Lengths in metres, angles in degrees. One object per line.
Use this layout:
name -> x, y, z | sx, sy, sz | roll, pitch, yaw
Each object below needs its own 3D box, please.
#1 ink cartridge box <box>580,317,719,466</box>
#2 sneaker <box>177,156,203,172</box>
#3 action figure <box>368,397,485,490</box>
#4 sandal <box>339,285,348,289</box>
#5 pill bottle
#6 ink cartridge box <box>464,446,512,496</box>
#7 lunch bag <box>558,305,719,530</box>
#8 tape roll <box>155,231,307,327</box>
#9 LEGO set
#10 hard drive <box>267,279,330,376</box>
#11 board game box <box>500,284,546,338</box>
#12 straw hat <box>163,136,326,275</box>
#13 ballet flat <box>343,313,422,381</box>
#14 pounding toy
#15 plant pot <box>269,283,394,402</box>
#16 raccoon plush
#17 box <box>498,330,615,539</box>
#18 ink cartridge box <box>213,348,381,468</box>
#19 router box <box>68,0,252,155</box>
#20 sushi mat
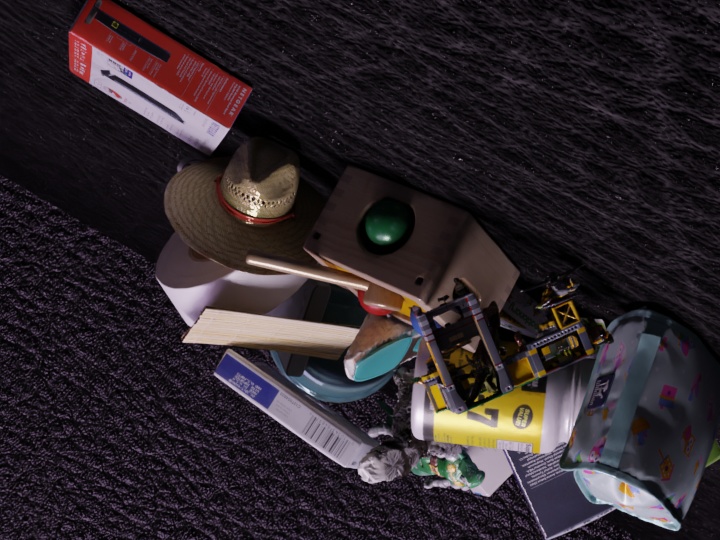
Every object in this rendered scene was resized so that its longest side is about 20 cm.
ink cartridge box -> 0.299, 0.126, 1.588 | 0.202, 0.075, 0.148 | 66, 164, -9
sneaker -> -0.161, -0.093, 1.868 | 0.200, 0.074, 0.088 | 39, -176, -46
action figure -> 0.087, 0.233, 1.783 | 0.199, 0.055, 0.119 | 13, 139, 55
sandal -> 0.001, 0.001, 1.631 | 0.200, 0.058, 0.080 | 36, 175, -39
pill bottle -> 0.158, 0.133, 1.525 | 0.197, 0.116, 0.114 | 5, 167, 8
ink cartridge box -> 0.187, 0.179, 1.871 | 0.125, 0.200, 0.129 | 46, 172, 3
lunch bag -> 0.275, 0.143, 1.393 | 0.121, 0.172, 0.200 | 16, 166, 28
tape roll -> -0.144, -0.020, 1.719 | 0.202, 0.202, 0.071 | 17, 144, 54
LEGO set -> 0.130, 0.053, 1.382 | 0.154, 0.198, 0.117 | -10, -103, -85
hard drive -> -0.090, 0.020, 1.801 | 0.026, 0.133, 0.201 | 7, -151, -22
board game box -> 0.117, 0.017, 1.641 | 0.126, 0.035, 0.199 | 36, 171, -34
straw hat -> -0.106, -0.093, 1.515 | 0.200, 0.201, 0.086 | 29, 128, 7
ballet flat -> 0.041, 0.069, 1.588 | 0.071, 0.073, 0.199 | 22, -153, 39
pounding toy -> 0.025, -0.006, 1.461 | 0.183, 0.143, 0.200 | 23, 170, 33
plant pot -> -0.005, 0.060, 1.839 | 0.199, 0.202, 0.196 | 31, 163, -9
raccoon plush -> 0.044, 0.171, 1.695 | 0.198, 0.098, 0.133 | -16, -167, -33
box -> 0.211, 0.185, 1.679 | 0.148, 0.103, 0.202 | -108, -7, -74
ink cartridge box -> -0.071, 0.173, 1.741 | 0.199, 0.041, 0.200 | 33, 178, 13
router box -> -0.208, -0.195, 1.459 | 0.178, 0.049, 0.200 | 31, 172, -8
sushi mat -> -0.100, 0.074, 1.662 | 0.198, 0.012, 0.096 | 8, 151, -20
